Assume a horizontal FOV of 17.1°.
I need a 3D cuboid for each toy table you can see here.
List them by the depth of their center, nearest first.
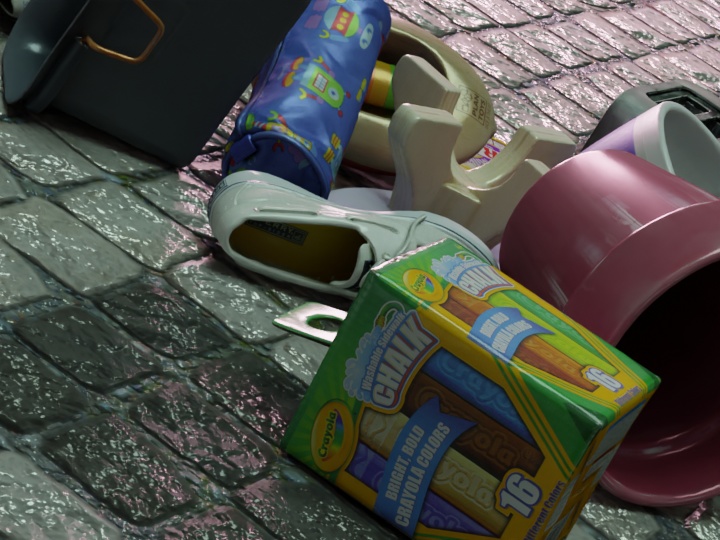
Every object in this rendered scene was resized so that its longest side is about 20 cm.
[{"bbox_3d":[0.063,-0.052,1.660,0.183,0.118,0.199,39,22,23],"label":"toy table"}]

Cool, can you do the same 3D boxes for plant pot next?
[{"bbox_3d":[0.184,0.020,1.536,0.199,0.201,0.179,13,25,-35],"label":"plant pot"}]

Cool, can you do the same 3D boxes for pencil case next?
[{"bbox_3d":[-0.038,-0.125,1.650,0.087,0.078,0.201,38,43,-20],"label":"pencil case"}]

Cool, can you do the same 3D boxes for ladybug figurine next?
[{"bbox_3d":[0.005,-0.127,1.780,0.198,0.072,0.137,20,53,-12],"label":"ladybug figurine"}]

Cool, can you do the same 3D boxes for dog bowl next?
[{"bbox_3d":[0.236,-0.017,1.729,0.200,0.078,0.201,47,26,-31],"label":"dog bowl"}]

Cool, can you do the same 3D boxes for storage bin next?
[{"bbox_3d":[-0.127,-0.169,1.595,0.134,0.200,0.146,30,19,-23],"label":"storage bin"}]

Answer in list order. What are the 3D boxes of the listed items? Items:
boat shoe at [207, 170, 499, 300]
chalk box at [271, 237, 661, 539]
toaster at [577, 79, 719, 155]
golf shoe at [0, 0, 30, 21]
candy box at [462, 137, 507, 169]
[{"bbox_3d":[0.001,-0.004,1.532,0.201,0.075,0.086,19,23,-17],"label":"boat shoe"},{"bbox_3d":[0.045,0.067,1.359,0.199,0.125,0.125,34,22,13],"label":"chalk box"},{"bbox_3d":[0.279,-0.054,1.928,0.180,0.119,0.200,38,23,19],"label":"toaster"},{"bbox_3d":[-0.214,-0.192,1.717,0.199,0.079,0.097,25,38,5],"label":"golf shoe"},{"bbox_3d":[0.042,-0.105,1.875,0.199,0.027,0.102,25,26,-11],"label":"candy box"}]
